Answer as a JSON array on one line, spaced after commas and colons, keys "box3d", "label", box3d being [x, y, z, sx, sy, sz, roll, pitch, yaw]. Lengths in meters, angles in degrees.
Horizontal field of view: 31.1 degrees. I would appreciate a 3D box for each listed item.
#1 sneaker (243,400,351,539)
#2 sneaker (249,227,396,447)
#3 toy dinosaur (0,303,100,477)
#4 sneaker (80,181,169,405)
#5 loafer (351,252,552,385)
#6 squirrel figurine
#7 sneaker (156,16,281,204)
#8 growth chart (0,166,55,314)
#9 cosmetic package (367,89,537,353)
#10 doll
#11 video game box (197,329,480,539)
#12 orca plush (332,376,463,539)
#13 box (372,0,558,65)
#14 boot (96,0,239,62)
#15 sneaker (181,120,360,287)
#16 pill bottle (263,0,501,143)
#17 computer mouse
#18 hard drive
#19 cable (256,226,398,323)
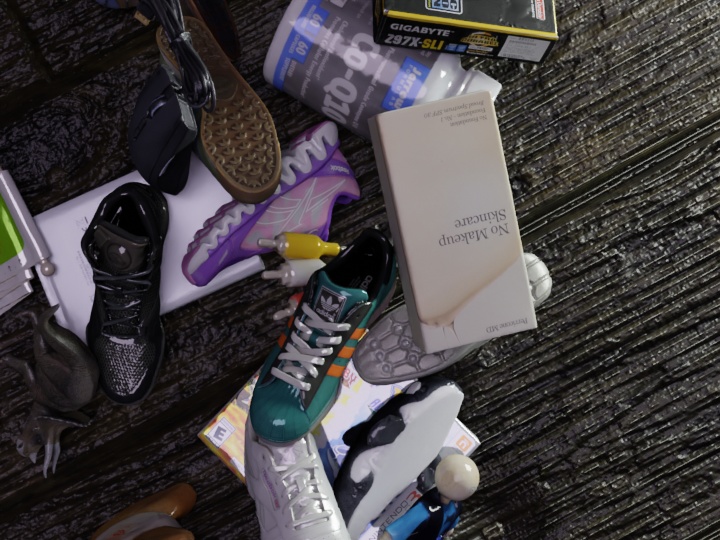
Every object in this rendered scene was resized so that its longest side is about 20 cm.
[{"box3d": [-0.060, 0.186, 1.076, 0.074, 0.201, 0.101, -15, 130, -15], "label": "sneaker"}, {"box3d": [-0.033, 0.048, 1.074, 0.071, 0.080, 0.201, 24, 64, 14], "label": "sneaker"}, {"box3d": [-0.268, 0.087, 1.163, 0.102, 0.077, 0.201, 44, 133, 8], "label": "toy dinosaur"}, {"box3d": [-0.213, 0.021, 1.148, 0.075, 0.114, 0.203, 7, 90, 3], "label": "sneaker"}, {"box3d": [0.083, 0.050, 1.176, 0.198, 0.070, 0.071, -24, 78, -9], "label": "loafer"}, {"box3d": [-0.197, 0.324, 1.154, 0.197, 0.141, 0.189, -22, 102, -11], "label": "squirrel figurine"}, {"box3d": [-0.126, -0.128, 1.163, 0.066, 0.090, 0.202, -22, 65, -17], "label": "sneaker"}, {"box3d": [-0.383, -0.002, 1.214, 0.199, 0.018, 0.145, -38, 85, 8], "label": "growth chart"}, {"box3d": [0.077, -0.042, 1.094, 0.102, 0.073, 0.203, -14, 95, -5], "label": "cosmetic package"}, {"box3d": [0.049, 0.247, 1.153, 0.048, 0.136, 0.202, 35, 111, 27], "label": "doll"}, {"box3d": [-0.019, 0.155, 1.197, 0.200, 0.047, 0.182, 43, 86, 3], "label": "video game box"}, {"box3d": [0.012, 0.173, 1.156, 0.071, 0.104, 0.202, 33, 101, 46], "label": "orca plush"}, {"box3d": [0.089, -0.286, 1.159, 0.157, 0.050, 0.203, 5, 62, -10], "label": "box"}, {"box3d": [-0.198, -0.266, 1.221, 0.096, 0.075, 0.202, -29, 97, 25], "label": "boot"}, {"box3d": [-0.074, -0.046, 1.178, 0.200, 0.080, 0.089, -43, 105, -20], "label": "sneaker"}, {"box3d": [0.021, -0.175, 1.176, 0.198, 0.114, 0.115, 29, 88, 3], "label": "pill bottle"}, {"box3d": [-0.182, -0.156, 1.121, 0.045, 0.200, 0.142, -15, 73, -23], "label": "computer mouse"}, {"box3d": [-0.205, -0.023, 1.218, 0.198, 0.025, 0.134, -24, 87, 0], "label": "hard drive"}, {"box3d": [0.000, 0.000, 1.168, 0.197, 0.050, 0.099, -13, 96, -22], "label": "cable"}]
